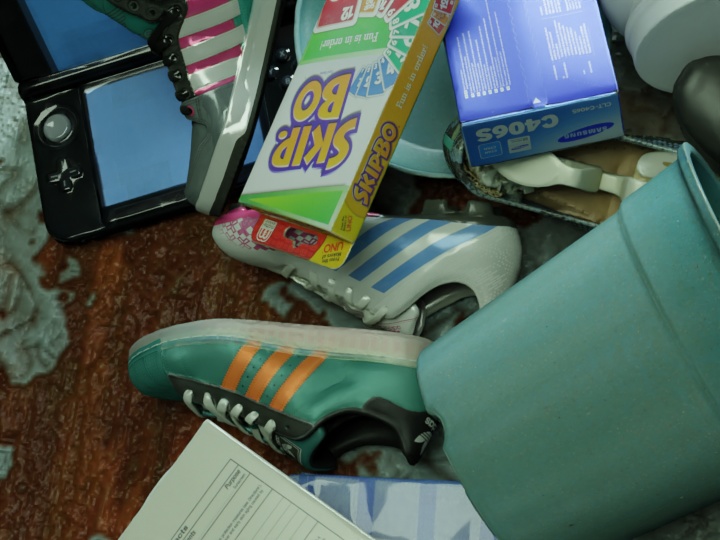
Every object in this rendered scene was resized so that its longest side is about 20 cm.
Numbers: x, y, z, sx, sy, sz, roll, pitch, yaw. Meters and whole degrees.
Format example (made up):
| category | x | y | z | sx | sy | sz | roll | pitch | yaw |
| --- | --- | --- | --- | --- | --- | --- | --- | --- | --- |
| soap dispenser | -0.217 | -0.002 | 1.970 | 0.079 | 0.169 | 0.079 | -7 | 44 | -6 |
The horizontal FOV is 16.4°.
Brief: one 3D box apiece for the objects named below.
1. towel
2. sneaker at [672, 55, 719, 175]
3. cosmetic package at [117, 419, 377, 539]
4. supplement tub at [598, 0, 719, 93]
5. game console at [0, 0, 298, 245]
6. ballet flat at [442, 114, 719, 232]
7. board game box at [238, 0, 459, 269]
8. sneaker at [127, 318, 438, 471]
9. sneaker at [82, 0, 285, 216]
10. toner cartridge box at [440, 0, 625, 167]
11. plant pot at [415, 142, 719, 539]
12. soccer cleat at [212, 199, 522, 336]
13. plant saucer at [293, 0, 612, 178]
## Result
| category | x | y | z | sx | sy | sz | roll | pitch | yaw |
| --- | --- | --- | --- | --- | --- | --- | --- | --- | --- |
| towel | 0.013 | 0.218 | 1.475 | 0.147 | 0.024 | 0.200 | 3 | 72 | 16 |
| sneaker | 0.271 | -0.063 | 1.433 | 0.200 | 0.091 | 0.076 | 32 | 87 | 2 |
| cosmetic package | -0.035 | 0.186 | 1.447 | 0.200 | 0.071 | 0.105 | 35 | 84 | 23 |
| supplement tub | 0.203 | -0.221 | 1.496 | 0.145 | 0.145 | 0.200 | -15 | 63 | 10 |
| game console | -0.136 | -0.134 | 1.585 | 0.200 | 0.116 | 0.176 | -16 | 68 | 11 |
| ballet flat | 0.144 | -0.051 | 1.484 | 0.200 | 0.074 | 0.074 | 11 | 75 | 6 |
| board game box | -0.006 | -0.103 | 1.481 | 0.095 | 0.030 | 0.200 | 18 | 86 | 51 |
| sneaker | -0.050 | 0.078 | 1.513 | 0.200 | 0.071 | 0.080 | 1 | 68 | 15 |
| sneaker | -0.114 | -0.141 | 1.527 | 0.121 | 0.084 | 0.200 | 12 | 94 | 0 |
| toner cartridge box | 0.093 | -0.159 | 1.490 | 0.095 | 0.043 | 0.200 | -12 | 54 | 5 |
| plant pot | 0.150 | 0.064 | 1.407 | 0.196 | 0.200 | 0.200 | -31 | 66 | 12 |
| soccer cleat | 0.000 | 0.000 | 1.528 | 0.200 | 0.070 | 0.087 | 1 | 84 | 20 |
| plant saucer | 0.059 | -0.149 | 1.567 | 0.200 | 0.036 | 0.200 | -2 | 76 | 7 |
